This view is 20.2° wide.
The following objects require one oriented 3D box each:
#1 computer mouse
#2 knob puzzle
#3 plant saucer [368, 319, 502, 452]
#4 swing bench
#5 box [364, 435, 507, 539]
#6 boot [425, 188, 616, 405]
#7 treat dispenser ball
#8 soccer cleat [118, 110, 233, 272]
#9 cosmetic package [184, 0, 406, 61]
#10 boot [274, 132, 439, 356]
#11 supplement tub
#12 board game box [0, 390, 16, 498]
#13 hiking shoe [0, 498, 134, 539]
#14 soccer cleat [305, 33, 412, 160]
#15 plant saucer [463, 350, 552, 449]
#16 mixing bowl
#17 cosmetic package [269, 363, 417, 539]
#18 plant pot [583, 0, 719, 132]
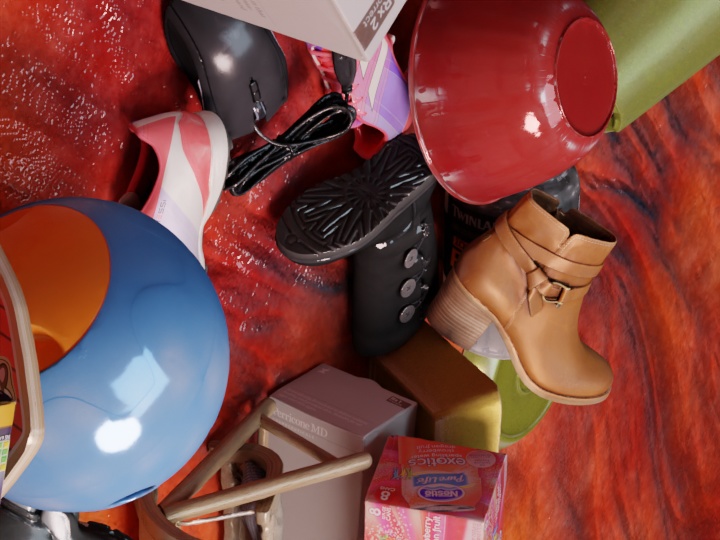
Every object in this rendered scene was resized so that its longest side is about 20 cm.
[{"bbox_3d":[-0.060,-0.146,1.480,0.140,0.046,0.201,-31,137,-16],"label":"computer mouse"},{"bbox_3d":[-0.253,0.060,1.200,0.030,0.219,0.221,-1,109,-43],"label":"knob puzzle"},{"bbox_3d":[0.053,0.158,1.755,0.048,0.200,0.201,-6,113,-23],"label":"plant saucer"},{"bbox_3d":[-0.103,0.242,1.610,0.199,0.129,0.200,-25,129,-43],"label":"swing bench"},{"bbox_3d":[0.058,0.246,1.649,0.095,0.102,0.201,-62,158,-55],"label":"box"},{"bbox_3d":[0.174,0.025,1.734,0.199,0.074,0.155,25,119,-26],"label":"boot"},{"bbox_3d":[-0.183,0.054,1.296,0.201,0.200,0.202,-34,134,-44],"label":"treat dispenser ball"},{"bbox_3d":[-0.146,-0.020,1.458,0.073,0.068,0.201,-2,115,-32],"label":"soccer cleat"},{"bbox_3d":[-0.058,-0.267,1.305,0.165,0.199,0.165,-60,148,-16],"label":"cosmetic package"},{"bbox_3d":[0.001,0.000,1.684,0.164,0.066,0.201,-31,150,-23],"label":"boot"},{"bbox_3d":[0.135,-0.032,1.819,0.122,0.122,0.201,-34,134,-43],"label":"supplement tub"},{"bbox_3d":[-0.284,0.118,1.174,0.056,0.199,0.167,-5,113,-42],"label":"board game box"},{"bbox_3d":[-0.199,0.223,1.444,0.200,0.074,0.087,37,87,-15],"label":"hiking shoe"},{"bbox_3d":[-0.008,-0.156,1.584,0.077,0.066,0.200,-59,150,-9],"label":"soccer cleat"},{"bbox_3d":[0.161,0.093,2.021,0.200,0.031,0.201,-35,136,-44],"label":"plant saucer"},{"bbox_3d":[0.139,-0.154,1.634,0.200,0.108,0.202,-2,93,-53],"label":"mixing bowl"},{"bbox_3d":[-0.021,0.194,1.725,0.090,0.106,0.201,-31,131,-47],"label":"cosmetic package"},{"bbox_3d":[0.252,-0.233,1.849,0.190,0.200,0.200,-45,143,-14],"label":"plant pot"}]
